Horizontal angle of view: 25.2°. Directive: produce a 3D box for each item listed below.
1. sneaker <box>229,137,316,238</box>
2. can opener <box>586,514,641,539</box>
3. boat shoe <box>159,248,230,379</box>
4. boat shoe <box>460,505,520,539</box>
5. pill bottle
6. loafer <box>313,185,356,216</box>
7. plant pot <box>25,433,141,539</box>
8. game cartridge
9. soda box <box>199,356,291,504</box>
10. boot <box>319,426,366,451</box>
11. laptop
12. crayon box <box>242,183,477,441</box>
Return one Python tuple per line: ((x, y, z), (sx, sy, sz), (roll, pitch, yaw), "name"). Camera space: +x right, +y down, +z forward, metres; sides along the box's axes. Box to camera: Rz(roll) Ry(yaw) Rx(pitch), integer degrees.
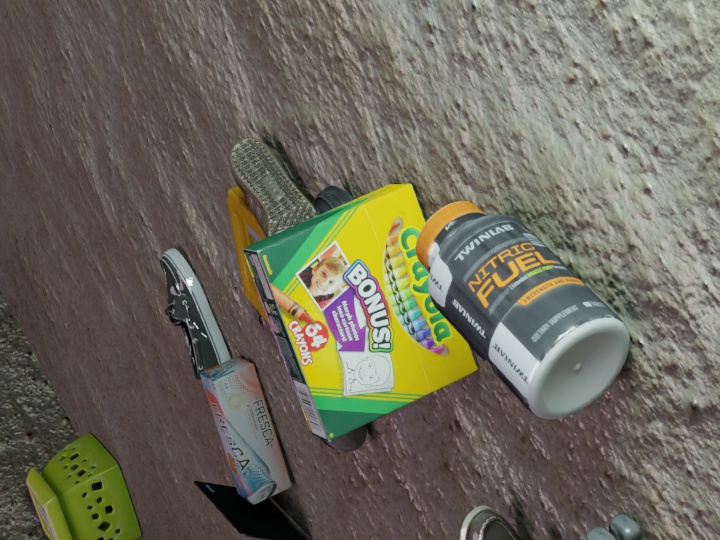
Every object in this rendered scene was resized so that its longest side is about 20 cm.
((-0.086, -0.062, 1.861), (0.201, 0.070, 0.076), (64, 178, 16), "sneaker")
((0.226, 0.303, 1.488), (0.067, 0.053, 0.201), (39, 145, 49), "can opener")
((-0.255, 0.065, 2.386), (0.201, 0.056, 0.069), (65, 159, 4), "boat shoe")
((0.159, 0.332, 1.660), (0.059, 0.072, 0.201), (18, 133, 55), "boat shoe")
((0.127, 0.024, 1.358), (0.200, 0.106, 0.107), (48, 152, 39), "pill bottle")
((0.000, 0.000, 1.686), (0.201, 0.070, 0.068), (59, 158, 18), "loafer")
((-0.621, 0.509, 3.565), (0.200, 0.181, 0.200), (32, 141, 57), "plant pot")
((-0.104, 0.008, 2.000), (0.200, 0.032, 0.177), (41, 148, 46), "game cartridge")
((-0.165, 0.230, 2.325), (0.063, 0.068, 0.201), (16, 126, 63), "soda box")
((-0.011, 0.146, 1.879), (0.131, 0.070, 0.201), (26, 140, 52), "boot")
((-0.151, 0.416, 2.443), (0.177, 0.103, 0.201), (36, 144, 54), "laptop")
((0.001, 0.039, 1.582), (0.058, 0.172, 0.201), (9, 121, 69), "crayon box")
